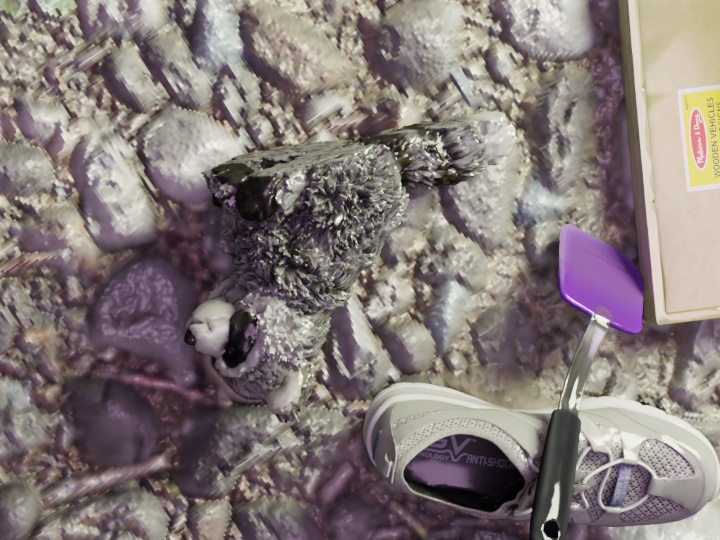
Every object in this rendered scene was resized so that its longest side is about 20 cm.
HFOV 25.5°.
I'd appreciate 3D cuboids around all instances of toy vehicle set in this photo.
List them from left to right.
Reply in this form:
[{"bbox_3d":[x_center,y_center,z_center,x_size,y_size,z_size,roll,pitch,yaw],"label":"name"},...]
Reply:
[{"bbox_3d":[0.214,-0.077,0.891,0.123,0.027,0.203,-6,95,-3],"label":"toy vehicle set"}]

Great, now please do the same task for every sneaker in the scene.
[{"bbox_3d":[0.099,0.114,0.865,0.197,0.082,0.076,5,109,-1],"label":"sneaker"}]

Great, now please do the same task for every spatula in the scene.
[{"bbox_3d":[0.116,0.061,0.842,0.056,0.021,0.202,25,58,-13],"label":"spatula"}]

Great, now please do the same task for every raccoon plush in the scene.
[{"bbox_3d":[0.000,0.000,0.855,0.198,0.097,0.136,-10,103,-3],"label":"raccoon plush"}]
